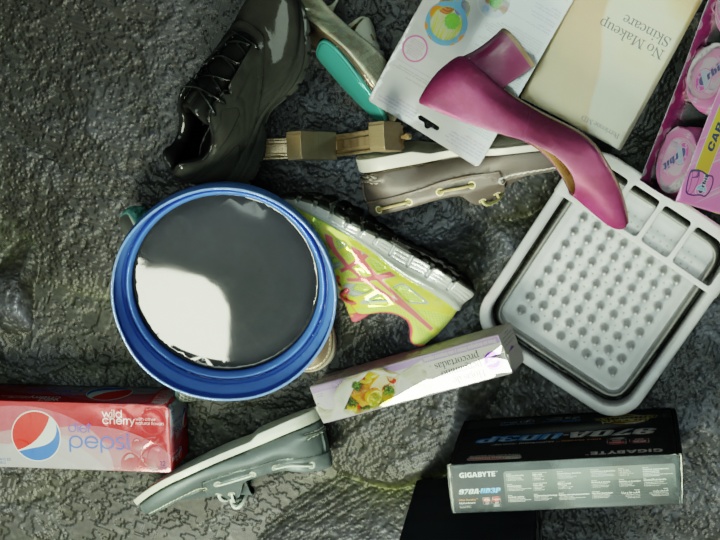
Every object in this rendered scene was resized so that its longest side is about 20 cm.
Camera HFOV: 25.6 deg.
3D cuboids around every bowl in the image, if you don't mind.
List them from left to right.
[{"bbox_3d":[-0.120,0.017,1.403,0.199,0.039,0.202,0,110,-1],"label":"bowl"}]

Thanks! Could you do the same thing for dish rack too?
[{"bbox_3d":[0.220,0.011,1.424,0.171,0.044,0.201,33,103,1],"label":"dish rack"}]

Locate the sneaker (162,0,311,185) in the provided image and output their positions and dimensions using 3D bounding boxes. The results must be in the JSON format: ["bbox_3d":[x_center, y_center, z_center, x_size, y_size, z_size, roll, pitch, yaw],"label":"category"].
[{"bbox_3d":[-0.108,-0.160,1.370,0.076,0.090,0.201,30,106,35],"label":"sneaker"}]

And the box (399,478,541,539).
[{"bbox_3d":[0.103,0.308,1.416,0.123,0.200,0.198,-4,100,8],"label":"box"}]

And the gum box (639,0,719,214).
[{"bbox_3d":[0.332,-0.146,1.342,0.113,0.066,0.201,14,103,-25],"label":"gum box"}]

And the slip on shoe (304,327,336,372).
[{"bbox_3d":[-0.091,0.009,1.464,0.076,0.061,0.201,-27,95,13],"label":"slip on shoe"}]

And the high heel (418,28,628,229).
[{"bbox_3d":[0.139,-0.097,1.324,0.096,0.067,0.201,-38,102,-4],"label":"high heel"}]

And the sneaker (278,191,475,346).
[{"bbox_3d":[0.000,0.000,1.439,0.199,0.078,0.091,32,103,2],"label":"sneaker"}]

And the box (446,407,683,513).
[{"bbox_3d":[0.182,0.166,1.399,0.198,0.159,0.046,-4,98,11],"label":"box"}]

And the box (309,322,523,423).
[{"bbox_3d":[0.049,0.095,1.446,0.199,0.041,0.039,-17,99,25],"label":"box"}]

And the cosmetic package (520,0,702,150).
[{"bbox_3d":[0.228,-0.216,1.367,0.105,0.071,0.201,27,103,4],"label":"cosmetic package"}]

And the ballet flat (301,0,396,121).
[{"bbox_3d":[-0.024,-0.220,1.414,0.200,0.067,0.062,46,79,-3],"label":"ballet flat"}]

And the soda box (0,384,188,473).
[{"bbox_3d":[-0.267,0.150,1.517,0.198,0.063,0.071,0,100,10],"label":"soda box"}]

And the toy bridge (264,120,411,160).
[{"bbox_3d":[-0.042,-0.113,1.425,0.199,0.067,0.027,-2,91,30],"label":"toy bridge"}]

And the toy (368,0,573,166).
[{"bbox_3d":[0.107,-0.206,1.370,0.115,0.047,0.201,32,105,11],"label":"toy"}]

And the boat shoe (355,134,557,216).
[{"bbox_3d":[0.096,-0.088,1.414,0.198,0.072,0.060,-7,105,14],"label":"boat shoe"}]

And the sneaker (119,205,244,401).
[{"bbox_3d":[-0.180,0.037,1.480,0.091,0.078,0.201,-29,93,17],"label":"sneaker"}]

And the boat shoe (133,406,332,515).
[{"bbox_3d":[-0.119,0.195,1.498,0.199,0.073,0.062,-25,92,7],"label":"boat shoe"}]
